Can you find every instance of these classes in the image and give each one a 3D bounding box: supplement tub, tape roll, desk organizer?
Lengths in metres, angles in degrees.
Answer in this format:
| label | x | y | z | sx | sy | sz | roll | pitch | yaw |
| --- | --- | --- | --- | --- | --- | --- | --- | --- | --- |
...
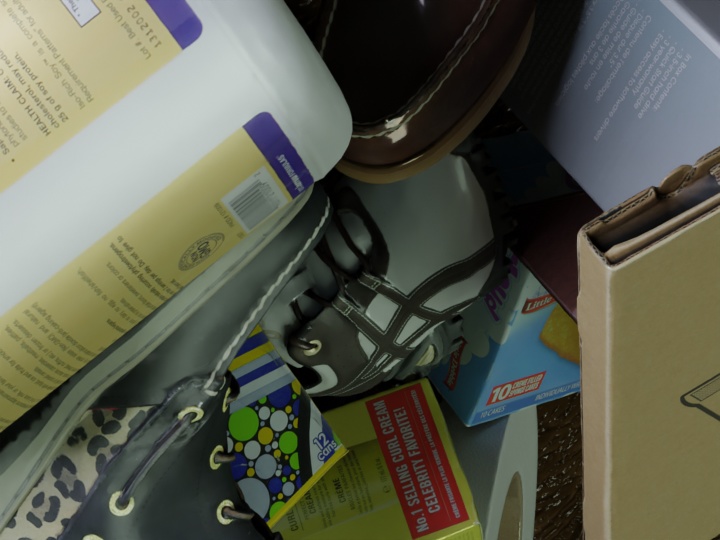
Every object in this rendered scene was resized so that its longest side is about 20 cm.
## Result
| label | x | y | z | sx | sy | sz | roll | pitch | yaw |
| --- | --- | --- | --- | --- | --- | --- | --- | --- | --- |
| supplement tub | -0.118 | -0.034 | 0.572 | 0.200 | 0.146 | 0.146 | -38 | 148 | -2 |
| tape roll | 0.055 | 0.150 | 0.953 | 0.037 | 0.204 | 0.203 | 5 | 146 | 11 |
| desk organizer | 0.130 | 0.018 | 0.825 | 0.072 | 0.077 | 0.200 | -42 | 147 | 3 |

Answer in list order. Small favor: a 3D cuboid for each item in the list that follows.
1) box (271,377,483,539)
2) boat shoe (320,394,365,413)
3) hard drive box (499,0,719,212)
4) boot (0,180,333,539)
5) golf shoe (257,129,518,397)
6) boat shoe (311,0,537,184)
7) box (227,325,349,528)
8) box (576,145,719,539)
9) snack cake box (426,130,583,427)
| label | x | y | z | sx | sy | sz | roll | pitch | yaw |
| --- | --- | --- | --- | --- | --- | --- | --- | --- | --- |
| box | -0.051 | 0.117 | 0.841 | 0.199 | 0.076 | 0.050 | -18 | 157 | -3 |
| boat shoe | -0.064 | 0.133 | 0.914 | 0.201 | 0.063 | 0.074 | -40 | 178 | 3 |
| hard drive box | 0.132 | -0.076 | 0.723 | 0.155 | 0.200 | 0.077 | -3 | 134 | -44 |
| boot | -0.049 | 0.070 | 0.671 | 0.154 | 0.074 | 0.204 | 40 | 98 | -24 |
| golf shoe | 0.000 | 0.000 | 0.776 | 0.094 | 0.078 | 0.200 | -20 | 153 | -21 |
| boat shoe | 0.036 | -0.127 | 0.644 | 0.201 | 0.070 | 0.070 | -63 | 159 | -17 |
| box | -0.101 | 0.107 | 0.747 | 0.200 | 0.070 | 0.064 | -44 | -165 | -31 |
| box | 0.141 | 0.014 | 0.635 | 0.163 | 0.021 | 0.201 | -29 | 146 | -14 |
| snack cake box | 0.123 | -0.011 | 0.917 | 0.199 | 0.067 | 0.115 | -14 | 141 | -34 |
